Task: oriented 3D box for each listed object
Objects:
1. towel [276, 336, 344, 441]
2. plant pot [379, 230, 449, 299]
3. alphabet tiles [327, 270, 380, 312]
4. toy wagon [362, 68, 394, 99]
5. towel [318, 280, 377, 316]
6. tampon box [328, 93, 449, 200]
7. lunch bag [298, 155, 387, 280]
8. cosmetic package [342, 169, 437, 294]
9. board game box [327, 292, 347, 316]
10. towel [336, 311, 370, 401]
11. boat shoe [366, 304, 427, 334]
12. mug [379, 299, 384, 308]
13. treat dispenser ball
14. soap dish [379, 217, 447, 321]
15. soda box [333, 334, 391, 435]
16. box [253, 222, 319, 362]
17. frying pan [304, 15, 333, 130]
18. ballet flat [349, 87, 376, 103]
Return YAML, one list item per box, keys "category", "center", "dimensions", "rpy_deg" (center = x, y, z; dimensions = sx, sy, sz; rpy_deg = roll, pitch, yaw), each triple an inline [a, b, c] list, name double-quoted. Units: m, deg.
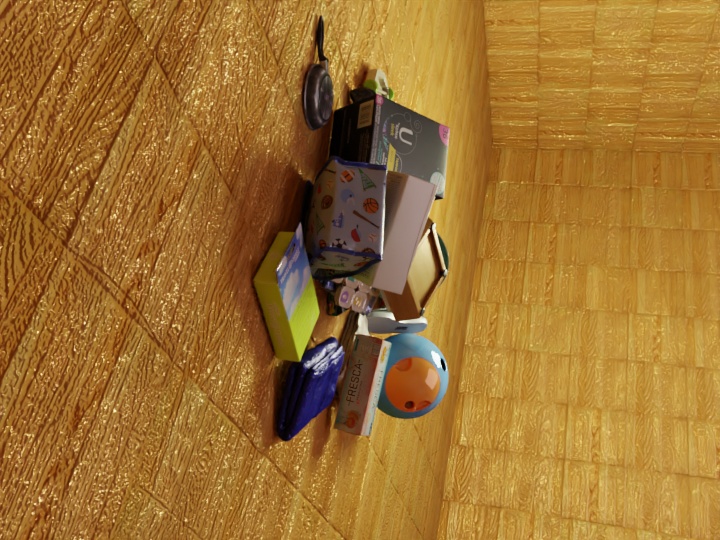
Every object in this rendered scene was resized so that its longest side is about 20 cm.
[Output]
- category: "towel"
  center: [-0.082, 0.206, 1.297]
  dimensions: [0.200, 0.050, 0.148]
  rpy_deg: [-22, 125, -73]
- category: "plant pot"
  center: [0.083, -0.008, 1.668]
  dimensions: [0.135, 0.200, 0.200]
  rpy_deg: [125, -20, -61]
- category: "alphabet tiles"
  center: [0.008, -0.020, 1.420]
  dimensions: [0.196, 0.015, 0.200]
  rpy_deg: [25, 84, -57]
- category: "toy wagon"
  center: [0.040, -0.339, 1.628]
  dimensions: [0.155, 0.040, 0.200]
  rpy_deg: [-22, 112, -72]
- category: "towel"
  center: [0.000, 0.000, 1.456]
  dimensions: [0.147, 0.024, 0.200]
  rpy_deg: [-63, 147, -7]
- category: "tampon box"
  center: [0.056, -0.223, 1.413]
  dimensions: [0.200, 0.126, 0.150]
  rpy_deg: [13, 78, -39]
- category: "lunch bag"
  center: [-0.042, -0.080, 1.259]
  dimensions: [0.200, 0.124, 0.170]
  rpy_deg: [147, -48, -69]
- category: "cosmetic package"
  center: [0.050, -0.070, 1.287]
  dimensions: [0.073, 0.104, 0.200]
  rpy_deg: [15, 96, -33]
- category: "board game box"
  center: [-0.038, -0.015, 1.486]
  dimensions: [0.105, 0.023, 0.200]
  rpy_deg: [-18, 112, -71]
- category: "towel"
  center: [-0.015, 0.187, 1.601]
  dimensions: [0.133, 0.034, 0.200]
  rpy_deg: [77, 23, -45]
- category: "boat shoe"
  center: [0.073, 0.111, 1.741]
  dimensions: [0.200, 0.069, 0.057]
  rpy_deg: [9, 48, -40]
- category: "mug"
  center: [0.106, 0.008, 1.874]
  dimensions: [0.177, 0.133, 0.200]
  rpy_deg: [27, 69, -36]
- category: "treat dispenser ball"
  center: [0.106, 0.249, 1.739]
  dimensions: [0.201, 0.201, 0.201]
  rpy_deg: [4, 90, -74]
- category: "soap dish"
  center: [0.102, -0.009, 1.487]
  dimensions: [0.157, 0.081, 0.200]
  rpy_deg: [-56, 146, -27]
- category: "soda box"
  center: [0.005, 0.235, 1.518]
  dimensions: [0.068, 0.064, 0.200]
  rpy_deg: [32, 70, -68]
- category: "box"
  center: [-0.115, 0.035, 1.174]
  dimensions: [0.122, 0.048, 0.200]
  rpy_deg: [-70, 158, -45]
- category: "frying pan"
  center: [-0.065, -0.338, 1.306]
  dimensions: [0.115, 0.031, 0.190]
  rpy_deg: [61, 39, -65]
- category: "ballet flat"
  center: [-0.002, -0.279, 1.530]
  dimensions: [0.066, 0.057, 0.200]
  rpy_deg: [-123, -144, -69]
